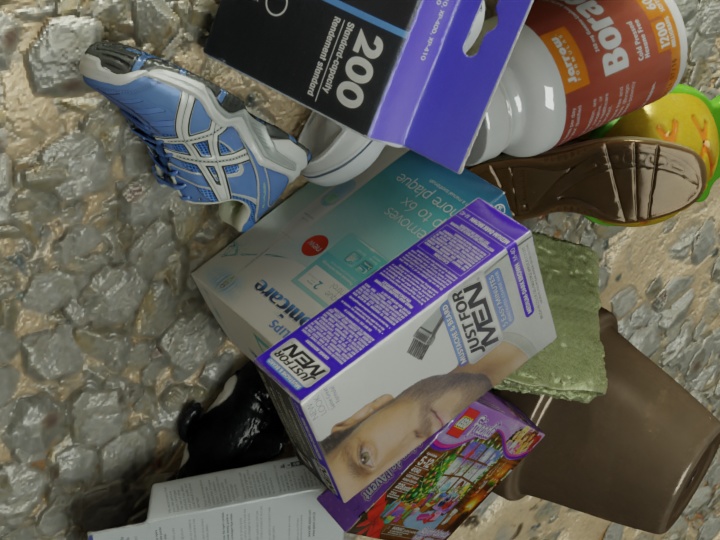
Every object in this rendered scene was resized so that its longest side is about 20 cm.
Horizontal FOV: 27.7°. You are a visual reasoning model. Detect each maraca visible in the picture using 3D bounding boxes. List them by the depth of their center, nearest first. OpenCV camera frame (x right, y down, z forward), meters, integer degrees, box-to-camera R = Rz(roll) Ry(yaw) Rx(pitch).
[{"bbox_3d":[0.263,-0.102,1.273,0.200,0.107,0.137,-10,131,-33],"label":"maraca"}]

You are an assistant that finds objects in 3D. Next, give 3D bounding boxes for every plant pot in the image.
[{"bbox_3d":[0.221,0.147,1.308,0.200,0.175,0.200,-48,156,-30],"label":"plant pot"}]

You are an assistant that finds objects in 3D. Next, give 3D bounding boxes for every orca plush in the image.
[{"bbox_3d":[-0.069,0.123,1.158,0.200,0.071,0.105,-47,137,-7],"label":"orca plush"}]

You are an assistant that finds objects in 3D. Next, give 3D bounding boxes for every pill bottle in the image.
[{"bbox_3d":[0.148,-0.155,1.138,0.200,0.112,0.112,-26,130,-27],"label":"pill bottle"}]

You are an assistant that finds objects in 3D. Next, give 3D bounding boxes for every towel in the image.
[{"bbox_3d":[0.113,0.030,1.198,0.200,0.036,0.149,9,68,-24],"label":"towel"}]

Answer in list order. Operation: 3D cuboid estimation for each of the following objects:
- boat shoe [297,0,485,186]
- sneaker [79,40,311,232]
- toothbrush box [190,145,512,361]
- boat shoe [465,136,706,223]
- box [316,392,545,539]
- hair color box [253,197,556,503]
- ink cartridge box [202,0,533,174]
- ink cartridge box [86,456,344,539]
[{"bbox_3d":[0.002,-0.137,1.023,0.065,0.074,0.200,11,133,-38],"label":"boat shoe"},{"bbox_3d":[-0.113,-0.088,0.982,0.200,0.076,0.077,31,90,-46],"label":"sneaker"},{"bbox_3d":[0.000,0.000,1.086,0.200,0.146,0.085,-39,134,-13],"label":"toothbrush box"},{"bbox_3d":[0.175,-0.080,1.182,0.200,0.072,0.072,-6,114,4],"label":"boat shoe"},{"bbox_3d":[0.061,0.153,1.149,0.137,0.039,0.200,-48,154,6],"label":"box"},{"bbox_3d":[0.036,0.053,1.000,0.200,0.065,0.109,-35,133,-16],"label":"hair color box"},{"bbox_3d":[0.013,-0.190,0.937,0.043,0.200,0.198,-9,124,-62],"label":"ink cartridge box"},{"bbox_3d":[-0.112,0.232,1.169,0.200,0.043,0.196,-8,137,-11],"label":"ink cartridge box"}]
